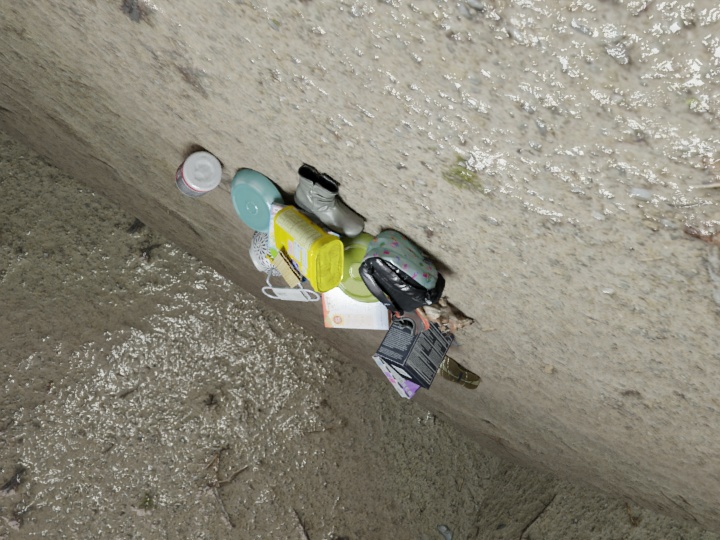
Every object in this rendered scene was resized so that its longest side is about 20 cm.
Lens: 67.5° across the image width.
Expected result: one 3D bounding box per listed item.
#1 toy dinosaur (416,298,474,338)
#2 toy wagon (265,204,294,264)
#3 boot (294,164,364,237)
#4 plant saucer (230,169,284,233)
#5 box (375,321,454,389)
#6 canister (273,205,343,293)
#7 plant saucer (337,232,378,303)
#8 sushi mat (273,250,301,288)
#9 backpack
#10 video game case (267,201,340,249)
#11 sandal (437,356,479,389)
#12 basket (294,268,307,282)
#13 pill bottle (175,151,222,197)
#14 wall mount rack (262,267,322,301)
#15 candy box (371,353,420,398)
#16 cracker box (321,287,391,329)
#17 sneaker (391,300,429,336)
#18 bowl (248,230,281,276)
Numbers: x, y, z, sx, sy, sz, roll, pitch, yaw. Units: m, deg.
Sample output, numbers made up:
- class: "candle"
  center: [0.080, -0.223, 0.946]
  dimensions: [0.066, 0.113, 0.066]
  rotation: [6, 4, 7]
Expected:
- class: "toy dinosaur"
  center: [0.216, 0.124, 1.544]
  dimensions: [0.199, 0.086, 0.136]
  rotation: [31, 172, 24]
- class: "toy wagon"
  center: [-0.220, -0.097, 1.562]
  dimensions: [0.155, 0.039, 0.201]
  rotation: [47, 131, 12]
- class: "boot"
  center: [-0.070, -0.159, 1.269]
  dimensions: [0.198, 0.068, 0.131]
  rotation: [31, 158, -3]
- class: "plant saucer"
  center: [-0.293, -0.181, 1.501]
  dimensions: [0.198, 0.036, 0.202]
  rotation: [22, 135, 23]
- class: "box"
  center: [0.179, 0.238, 1.724]
  dimensions: [0.122, 0.200, 0.200]
  rotation: [17, 159, 42]
- class: "canister"
  center: [-0.135, -0.058, 1.360]
  dimensions: [0.199, 0.086, 0.150]
  rotation: [39, 141, 37]
- class: "plant saucer"
  center: [0.000, 0.000, 1.428]
  dimensions: [0.197, 0.031, 0.203]
  rotation: [11, 116, 22]
- class: "sushi mat"
  center: [-0.200, 0.000, 1.455]
  dimensions: [0.096, 0.012, 0.200]
  rotation: [54, 166, -3]
- class: "backpack"
  center: [0.092, 0.003, 1.315]
  dimensions: [0.199, 0.128, 0.166]
  rotation: [38, 140, -19]
- class: "video game case"
  center: [-0.154, -0.097, 1.464]
  dimensions: [0.197, 0.018, 0.145]
  rotation: [16, 128, 3]
- class: "sandal"
  center: [0.369, 0.394, 2.087]
  dimensions: [0.198, 0.081, 0.054]
  rotation: [29, -174, -6]
- class: "basket"
  center: [-0.153, -0.026, 1.666]
  dimensions: [0.199, 0.140, 0.177]
  rotation: [34, 167, 24]
- class: "pill bottle"
  center: [-0.483, -0.276, 1.587]
  dimensions: [0.110, 0.112, 0.199]
  rotation: [38, 162, -22]
- class: "wall mount rack"
  center: [-0.191, 0.058, 1.638]
  dimensions: [0.197, 0.075, 0.174]
  rotation: [3, 149, 26]
- class: "candy box"
  center: [0.169, 0.347, 2.028]
  dimensions: [0.201, 0.167, 0.071]
  rotation: [52, 160, -7]
- class: "cracker box"
  center: [-0.011, 0.100, 1.587]
  dimensions: [0.197, 0.058, 0.136]
  rotation: [2, 114, 13]
- class: "sneaker"
  center: [0.117, 0.116, 1.619]
  dimensions: [0.200, 0.081, 0.078]
  rotation: [44, 154, 28]
- class: "bowl"
  center: [-0.301, -0.058, 1.744]
  dimensions: [0.201, 0.093, 0.203]
  rotation: [-24, -90, -88]
